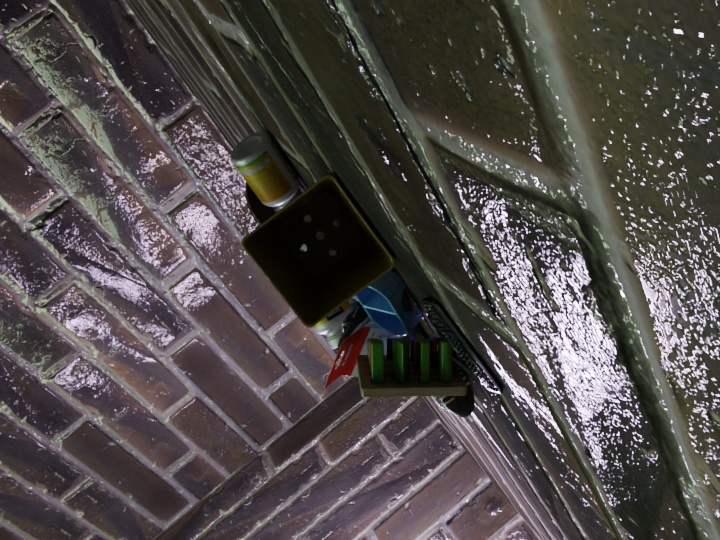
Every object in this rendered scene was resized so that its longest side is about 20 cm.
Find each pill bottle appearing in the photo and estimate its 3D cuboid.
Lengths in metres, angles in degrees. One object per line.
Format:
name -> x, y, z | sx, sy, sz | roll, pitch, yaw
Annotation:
pill bottle -> -0.217, -0.226, 1.635 | 0.200, 0.111, 0.111 | 56, 173, -36
pill bottle -> -0.086, 0.088, 1.676 | 0.201, 0.111, 0.111 | 60, 175, -2

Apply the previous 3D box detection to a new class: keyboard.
keyboard -> 0.170, 0.129, 1.180 | 0.200, 0.021, 0.127 | 53, 175, -4

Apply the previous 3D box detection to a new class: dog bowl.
dog bowl -> 0.050, 0.063, 1.360 | 0.111, 0.050, 0.200 | 12, 149, 37

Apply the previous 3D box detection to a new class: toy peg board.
toy peg board -> 0.095, 0.168, 1.336 | 0.199, 0.198, 0.099 | -104, 15, -78

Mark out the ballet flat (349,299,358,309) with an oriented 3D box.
ballet flat -> -0.018, 0.088, 1.845 | 0.200, 0.067, 0.071 | -23, -86, -54

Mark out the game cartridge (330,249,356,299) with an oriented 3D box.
game cartridge -> -0.009, 0.019, 1.448 | 0.199, 0.041, 0.134 | 21, 157, 23

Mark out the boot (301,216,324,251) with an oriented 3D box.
boot -> -0.117, -0.061, 1.539 | 0.073, 0.095, 0.201 | 23, 129, 35

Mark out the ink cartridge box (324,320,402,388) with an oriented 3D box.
ink cartridge box -> 0.019, 0.178, 1.475 | 0.047, 0.200, 0.161 | 39, 130, 22

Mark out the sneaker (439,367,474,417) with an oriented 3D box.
sneaker -> 0.212, 0.258, 1.474 | 0.116, 0.075, 0.200 | 50, -172, -38

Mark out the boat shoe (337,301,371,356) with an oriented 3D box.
boat shoe -> -0.009, 0.121, 1.529 | 0.060, 0.200, 0.074 | 21, 134, 17

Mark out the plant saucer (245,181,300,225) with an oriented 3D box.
plant saucer -> -0.222, -0.174, 1.731 | 0.200, 0.034, 0.202 | 25, -126, -40

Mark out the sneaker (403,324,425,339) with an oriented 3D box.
sneaker -> 0.125, 0.173, 1.606 | 0.087, 0.074, 0.201 | -78, -35, -65

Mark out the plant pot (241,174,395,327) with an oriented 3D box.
plant pot -> -0.077, -0.050, 1.254 | 0.200, 0.200, 0.176 | 53, -174, -13

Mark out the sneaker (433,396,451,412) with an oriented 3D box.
sneaker -> 0.213, 0.285, 1.663 | 0.099, 0.078, 0.200 | 33, -171, -42
